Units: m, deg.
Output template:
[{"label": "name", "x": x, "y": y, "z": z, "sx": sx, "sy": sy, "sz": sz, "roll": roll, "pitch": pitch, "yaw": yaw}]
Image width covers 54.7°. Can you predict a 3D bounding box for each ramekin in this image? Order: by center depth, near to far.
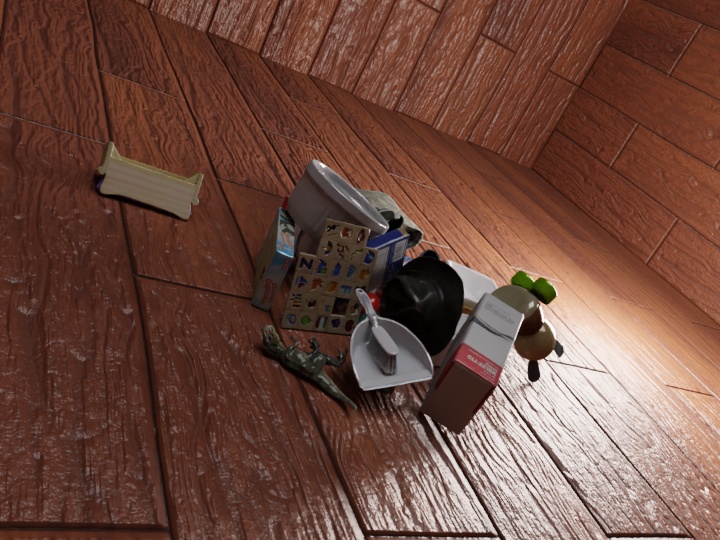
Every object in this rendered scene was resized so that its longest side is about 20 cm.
[{"label": "ramekin", "x": -0.051, "y": -0.111, "z": 1.354, "sx": 0.200, "sy": 0.105, "sz": 0.200, "roll": 40, "pitch": 11, "yaw": -9}]

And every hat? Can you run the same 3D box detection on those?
[{"label": "hat", "x": 0.091, "y": 0.056, "z": 1.266, "sx": 0.080, "sy": 0.202, "sz": 0.201, "roll": 21, "pitch": 22, "yaw": -42}]

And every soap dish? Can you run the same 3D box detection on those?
[{"label": "soap dish", "x": 0.257, "y": 0.069, "z": 1.638, "sx": 0.155, "sy": 0.082, "sz": 0.201, "roll": 23, "pitch": 23, "yaw": -15}]

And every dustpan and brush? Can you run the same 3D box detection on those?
[{"label": "dustpan and brush", "x": 0.028, "y": 0.106, "z": 1.173, "sx": 0.137, "sy": 0.058, "sz": 0.201, "roll": -5, "pitch": 34, "yaw": -22}]

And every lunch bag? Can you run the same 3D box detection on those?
[{"label": "lunch bag", "x": 0.043, "y": -0.121, "z": 1.738, "sx": 0.197, "sy": 0.119, "sz": 0.164, "roll": 5, "pitch": 31, "yaw": -35}]

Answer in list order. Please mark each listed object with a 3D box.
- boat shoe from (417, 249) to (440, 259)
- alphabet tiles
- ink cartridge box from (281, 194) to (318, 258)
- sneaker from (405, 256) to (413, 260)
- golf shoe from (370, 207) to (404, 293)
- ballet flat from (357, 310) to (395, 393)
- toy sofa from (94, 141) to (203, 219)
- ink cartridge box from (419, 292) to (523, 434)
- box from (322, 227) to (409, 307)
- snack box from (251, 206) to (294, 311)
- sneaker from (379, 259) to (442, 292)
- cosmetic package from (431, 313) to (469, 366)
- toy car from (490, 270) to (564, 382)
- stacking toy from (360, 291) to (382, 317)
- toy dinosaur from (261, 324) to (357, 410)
[{"label": "boat shoe", "x": 0.130, "y": 0.033, "z": 1.368, "sx": 0.073, "sy": 0.063, "sz": 0.202, "roll": 18, "pitch": 40, "yaw": -8}, {"label": "alphabet tiles", "x": -0.049, "y": 0.013, "z": 1.246, "sx": 0.165, "sy": 0.203, "sz": 0.008, "roll": 10, "pitch": 10, "yaw": -38}, {"label": "ink cartridge box", "x": -0.080, "y": -0.069, "z": 1.524, "sx": 0.143, "sy": 0.085, "sz": 0.200, "roll": 9, "pitch": 30, "yaw": -41}, {"label": "sneaker", "x": 0.097, "y": 0.006, "z": 1.599, "sx": 0.198, "sy": 0.074, "sz": 0.082, "roll": 23, "pitch": 19, "yaw": -32}, {"label": "golf shoe", "x": 0.036, "y": -0.031, "z": 1.429, "sx": 0.077, "sy": 0.204, "sz": 0.094, "roll": 14, "pitch": -5, "yaw": -41}, {"label": "ballet flat", "x": 0.034, "y": 0.149, "z": 1.240, "sx": 0.072, "sy": 0.068, "sz": 0.201, "roll": 42, "pitch": 17, "yaw": -23}, {"label": "toy sofa", "x": -0.419, "y": -0.175, "z": 1.373, "sx": 0.197, "sy": 0.099, "sz": 0.083, "roll": 17, "pitch": 0, "yaw": -27}, {"label": "ink cartridge box", "x": 0.195, "y": 0.157, "z": 1.208, "sx": 0.083, "sy": 0.145, "sz": 0.201, "roll": 30, "pitch": 41, "yaw": 5}, {"label": "box", "x": 0.000, "y": 0.000, "z": 1.329, "sx": 0.198, "sy": 0.122, "sz": 0.032, "roll": -24, "pitch": 54, "yaw": -29}, {"label": "snack box", "x": -0.160, "y": -0.026, "z": 1.297, "sx": 0.037, "sy": 0.117, "sz": 0.201, "roll": 21, "pitch": 24, "yaw": -15}, {"label": "sneaker", "x": 0.126, "y": 0.022, "z": 1.539, "sx": 0.197, "sy": 0.100, "sz": 0.075, "roll": 1, "pitch": 45, "yaw": -33}, {"label": "cosmetic package", "x": 0.160, "y": 0.135, "z": 1.396, "sx": 0.198, "sy": 0.072, "sz": 0.102, "roll": 10, "pitch": 29, "yaw": -39}, {"label": "toy car", "x": 0.360, "y": 0.135, "z": 1.495, "sx": 0.201, "sy": 0.164, "sz": 0.158, "roll": 53, "pitch": -9, "yaw": -20}, {"label": "stacking toy", "x": 0.077, "y": 0.066, "z": 1.421, "sx": 0.197, "sy": 0.086, "sz": 0.086, "roll": -6, "pitch": 37, "yaw": -29}, {"label": "toy dinosaur", "x": -0.072, "y": 0.149, "z": 1.130, "sx": 0.199, "sy": 0.048, "sz": 0.088, "roll": 34, "pitch": 38, "yaw": 11}]
